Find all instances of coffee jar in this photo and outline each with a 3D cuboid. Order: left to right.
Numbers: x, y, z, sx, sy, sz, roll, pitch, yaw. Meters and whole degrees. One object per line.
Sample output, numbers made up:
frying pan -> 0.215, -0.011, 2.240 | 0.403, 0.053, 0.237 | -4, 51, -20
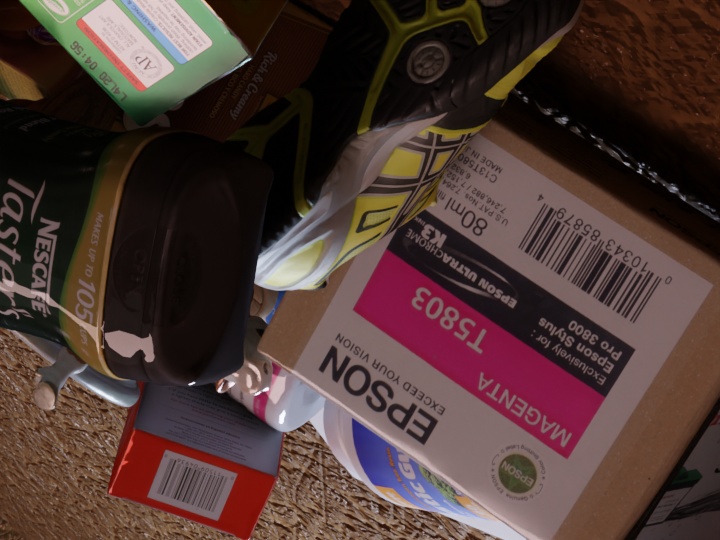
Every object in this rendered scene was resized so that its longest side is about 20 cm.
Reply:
coffee jar -> -0.135, -0.019, 0.753 | 0.200, 0.104, 0.085 | 13, -169, 21

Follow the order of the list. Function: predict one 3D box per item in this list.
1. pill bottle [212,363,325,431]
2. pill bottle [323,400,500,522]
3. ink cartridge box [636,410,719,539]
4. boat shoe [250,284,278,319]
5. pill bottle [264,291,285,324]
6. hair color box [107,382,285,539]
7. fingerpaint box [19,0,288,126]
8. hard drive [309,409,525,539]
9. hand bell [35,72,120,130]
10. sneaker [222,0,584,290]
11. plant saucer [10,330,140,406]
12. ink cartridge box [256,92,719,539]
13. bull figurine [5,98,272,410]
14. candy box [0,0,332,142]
pill bottle -> -0.097, 0.007, 1.201 | 0.200, 0.113, 0.113 | 33, 159, 15
pill bottle -> 0.057, 0.094, 1.119 | 0.112, 0.112, 0.200 | 47, 158, -18
ink cartridge box -> 0.182, 0.154, 0.908 | 0.084, 0.200, 0.146 | 47, 158, -10
boat shoe -> -0.143, -0.012, 0.986 | 0.200, 0.065, 0.072 | 5, 114, -4
pill bottle -> 0.000, 0.000, 1.022 | 0.112, 0.112, 0.200 | 49, 157, -25
hair color box -> -0.103, 0.088, 1.245 | 0.101, 0.200, 0.061 | 20, 119, -8
fingerpaint box -> -0.102, -0.186, 0.717 | 0.073, 0.167, 0.200 | -27, 116, 38
hard drive -> 0.040, 0.138, 1.360 | 0.200, 0.026, 0.132 | 17, 150, 47
hand bell -> -0.101, -0.103, 0.854 | 0.104, 0.200, 0.104 | 33, 159, 14
sneaker -> 0.016, -0.067, 0.790 | 0.076, 0.200, 0.075 | 30, -153, -53
plant saucer -> -0.201, 0.002, 1.124 | 0.200, 0.050, 0.200 | 42, 179, 1
ink cartridge box -> 0.076, 0.020, 0.855 | 0.200, 0.165, 0.075 | 33, -162, 15
bull figurine -> -0.130, -0.001, 0.897 | 0.200, 0.121, 0.065 | 49, 125, 12
candy box -> -0.108, -0.113, 0.966 | 0.200, 0.117, 0.056 | 33, 161, 16
